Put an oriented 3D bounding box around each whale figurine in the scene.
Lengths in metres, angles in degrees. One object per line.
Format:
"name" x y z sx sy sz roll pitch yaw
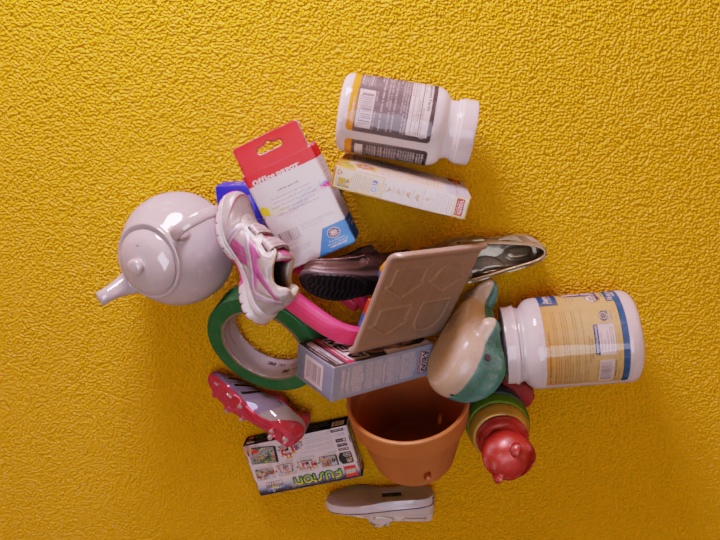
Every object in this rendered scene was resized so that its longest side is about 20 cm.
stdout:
"whale figurine" 0.183 0.114 1.028 0.104 0.200 0.159 29 149 -9

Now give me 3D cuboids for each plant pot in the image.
"plant pot" 0.083 0.258 1.089 0.200 0.200 0.140 -4 124 7

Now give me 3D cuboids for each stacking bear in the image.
"stacking bear" 0.227 0.260 1.056 0.114 0.200 0.122 30 107 -7

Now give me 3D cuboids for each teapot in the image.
"teapot" -0.304 -0.027 1.028 0.197 0.146 0.200 16 111 19

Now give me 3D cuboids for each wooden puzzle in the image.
"wooden puzzle" 0.079 0.033 0.980 0.046 0.185 0.200 52 133 34

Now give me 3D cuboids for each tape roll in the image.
"tape roll" -0.154 0.112 1.092 0.200 0.048 0.201 10 128 13

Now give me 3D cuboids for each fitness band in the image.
"fitness band" -0.060 0.043 1.044 0.200 0.144 0.037 35 114 5

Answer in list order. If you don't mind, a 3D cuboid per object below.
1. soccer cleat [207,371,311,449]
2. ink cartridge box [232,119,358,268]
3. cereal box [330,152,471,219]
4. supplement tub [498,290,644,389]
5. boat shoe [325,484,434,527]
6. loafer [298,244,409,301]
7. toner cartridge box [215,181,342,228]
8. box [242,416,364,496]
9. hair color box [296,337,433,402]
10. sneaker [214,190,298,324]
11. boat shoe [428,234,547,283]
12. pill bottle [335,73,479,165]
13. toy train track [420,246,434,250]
"soccer cleat" -0.182 0.237 1.169 0.200 0.076 0.067 33 138 11
"ink cartridge box" -0.097 -0.117 0.999 0.116 0.067 0.200 -23 103 11
"cereal box" 0.063 -0.129 0.987 0.200 0.144 0.040 15 107 1
"supplement tub" 0.326 0.111 1.033 0.200 0.145 0.145 -5 106 7
"boat shoe" 0.037 0.439 1.202 0.200 0.071 0.070 -4 104 0
"loafer" 0.000 0.000 1.019 0.200 0.071 0.073 1 145 -20
"toner cartridge box" -0.129 -0.099 1.066 0.200 0.043 0.095 -1 107 6
"box" -0.104 0.341 1.200 0.200 0.035 0.110 -13 105 9
"hair color box" 0.009 0.141 1.041 0.200 0.099 0.061 -7 111 -37
"sneaker" -0.143 -0.027 0.959 0.088 0.081 0.200 -22 88 25
"boat shoe" 0.190 -0.018 1.038 0.200 0.063 0.073 -6 96 1
"pill bottle" 0.068 -0.220 0.973 0.200 0.116 0.117 10 107 1
"toy train track" 0.066 0.017 1.079 0.200 0.033 0.115 1 94 -7
